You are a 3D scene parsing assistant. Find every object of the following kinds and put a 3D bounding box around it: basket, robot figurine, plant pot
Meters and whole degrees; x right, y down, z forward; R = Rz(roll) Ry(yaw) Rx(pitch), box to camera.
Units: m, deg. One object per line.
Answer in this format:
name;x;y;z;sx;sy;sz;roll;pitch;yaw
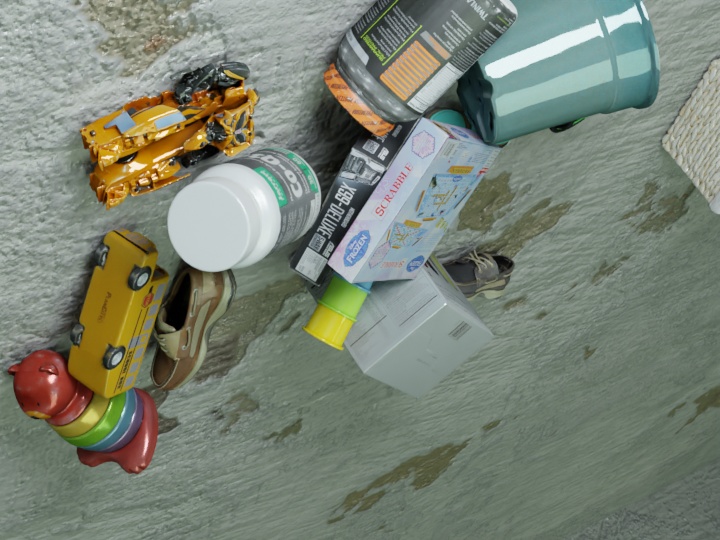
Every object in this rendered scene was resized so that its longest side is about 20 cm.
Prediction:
basket;0.613;-0.221;1.994;0.199;0.161;0.199;-14;146;-33
robot figurine;-0.190;-0.141;1.345;0.199;0.058;0.145;-25;153;-18
plant pot;0.213;-0.250;1.497;0.195;0.201;0.201;-21;151;-8

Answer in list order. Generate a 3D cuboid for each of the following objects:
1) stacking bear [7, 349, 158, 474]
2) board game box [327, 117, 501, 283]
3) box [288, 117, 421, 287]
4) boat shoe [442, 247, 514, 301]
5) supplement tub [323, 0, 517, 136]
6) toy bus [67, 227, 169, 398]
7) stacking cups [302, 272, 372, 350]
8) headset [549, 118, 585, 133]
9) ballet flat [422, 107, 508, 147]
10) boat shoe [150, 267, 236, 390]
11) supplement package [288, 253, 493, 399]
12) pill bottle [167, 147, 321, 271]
stacking bear;-0.351;0.164;1.598;0.200;0.121;0.115;43;57;-52
board game box;0.067;-0.078;1.508;0.200;0.041;0.200;-56;161;14
box;-0.004;-0.099;1.543;0.201;0.050;0.158;-60;179;38
boat shoe;0.170;-0.001;1.962;0.199;0.074;0.074;-4;131;-58
supplement tub;0.061;-0.248;1.387;0.200;0.123;0.122;-43;151;16
toy bus;-0.279;0.049;1.496;0.078;0.065;0.201;-20;136;-58
stacking cups;0.000;0.000;1.614;0.201;0.060;0.060;-61;149;2
headset;0.302;-0.232;1.705;0.123;0.094;0.200;-37;164;3
ballet flat;0.118;-0.169;1.626;0.068;0.069;0.199;-5;-179;39
boat shoe;-0.229;0.066;1.624;0.073;0.076;0.201;1;128;-41
supplement package;0.044;0.037;1.730;0.147;0.201;0.191;-40;153;9
pill bottle;-0.125;-0.066;1.402;0.113;0.113;0.200;-47;177;22
